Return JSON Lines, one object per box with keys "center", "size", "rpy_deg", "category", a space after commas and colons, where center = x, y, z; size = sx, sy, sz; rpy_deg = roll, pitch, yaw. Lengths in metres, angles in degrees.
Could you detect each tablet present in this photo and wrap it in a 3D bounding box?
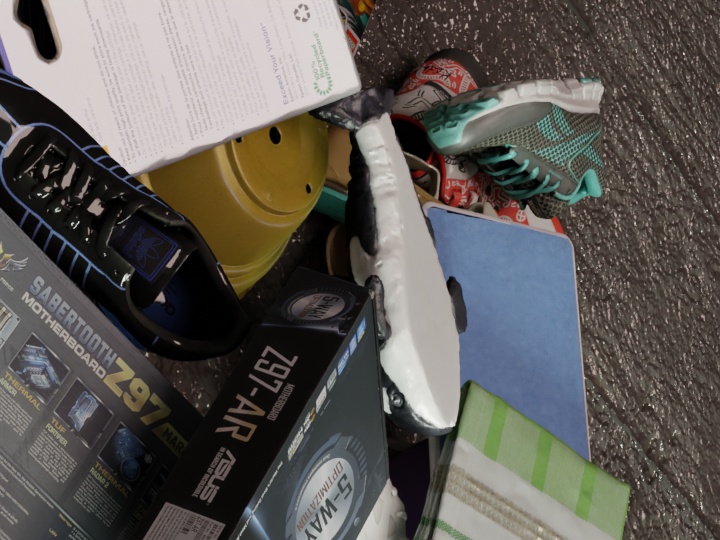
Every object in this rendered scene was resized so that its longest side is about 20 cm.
{"center": [0.089, 0.062, 1.176], "size": [0.130, 0.014, 0.201], "rpy_deg": [12, 67, -36], "category": "tablet"}

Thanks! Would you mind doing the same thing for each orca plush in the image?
{"center": [0.000, 0.000, 1.109], "size": [0.105, 0.071, 0.201], "rpy_deg": [-37, 110, -58], "category": "orca plush"}

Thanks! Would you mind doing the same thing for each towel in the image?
{"center": [0.084, 0.183, 1.108], "size": [0.149, 0.031, 0.201], "rpy_deg": [36, 55, -28], "category": "towel"}

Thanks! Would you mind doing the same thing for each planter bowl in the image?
{"center": [-0.077, -0.074, 1.122], "size": [0.200, 0.083, 0.202], "rpy_deg": [9, 79, -52], "category": "planter bowl"}

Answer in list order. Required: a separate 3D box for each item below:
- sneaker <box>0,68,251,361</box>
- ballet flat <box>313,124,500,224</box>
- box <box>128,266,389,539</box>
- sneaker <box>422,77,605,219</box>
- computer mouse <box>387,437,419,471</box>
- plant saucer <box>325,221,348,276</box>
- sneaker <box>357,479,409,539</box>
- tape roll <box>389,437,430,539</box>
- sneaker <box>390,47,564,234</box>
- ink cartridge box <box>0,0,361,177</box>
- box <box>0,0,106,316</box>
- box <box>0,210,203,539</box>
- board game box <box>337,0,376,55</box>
{"center": [-0.130, -0.029, 0.941], "size": [0.200, 0.078, 0.070], "rpy_deg": [44, 69, -27], "category": "sneaker"}
{"center": [0.052, -0.032, 1.241], "size": [0.199, 0.069, 0.063], "rpy_deg": [32, 65, -14], "category": "ballet flat"}
{"center": [-0.049, 0.124, 0.931], "size": [0.161, 0.043, 0.200], "rpy_deg": [85, 28, -48], "category": "box"}
{"center": [0.114, -0.079, 1.279], "size": [0.200, 0.077, 0.092], "rpy_deg": [-9, 87, -54], "category": "sneaker"}
{"center": [-0.014, 0.127, 1.207], "size": [0.200, 0.044, 0.110], "rpy_deg": [34, 75, -48], "category": "computer mouse"}
{"center": [0.050, 0.047, 1.246], "size": [0.200, 0.035, 0.201], "rpy_deg": [31, 28, -18], "category": "plant saucer"}
{"center": [0.014, 0.168, 1.118], "size": [0.115, 0.076, 0.202], "rpy_deg": [11, 78, -26], "category": "sneaker"}
{"center": [0.062, 0.209, 1.236], "size": [0.200, 0.065, 0.201], "rpy_deg": [-17, 114, -45], "category": "tape roll"}
{"center": [0.074, -0.044, 1.329], "size": [0.108, 0.067, 0.202], "rpy_deg": [-47, 117, -50], "category": "sneaker"}
{"center": [-0.113, -0.158, 1.013], "size": [0.199, 0.043, 0.197], "rpy_deg": [-23, 104, -27], "category": "ink cartridge box"}
{"center": [-0.195, -0.061, 0.990], "size": [0.157, 0.051, 0.201], "rpy_deg": [-4, 89, -53], "category": "box"}
{"center": [-0.167, 0.082, 0.892], "size": [0.200, 0.051, 0.158], "rpy_deg": [48, 52, -22], "category": "box"}
{"center": [-0.051, -0.239, 1.219], "size": [0.200, 0.034, 0.127], "rpy_deg": [48, 49, -38], "category": "board game box"}
